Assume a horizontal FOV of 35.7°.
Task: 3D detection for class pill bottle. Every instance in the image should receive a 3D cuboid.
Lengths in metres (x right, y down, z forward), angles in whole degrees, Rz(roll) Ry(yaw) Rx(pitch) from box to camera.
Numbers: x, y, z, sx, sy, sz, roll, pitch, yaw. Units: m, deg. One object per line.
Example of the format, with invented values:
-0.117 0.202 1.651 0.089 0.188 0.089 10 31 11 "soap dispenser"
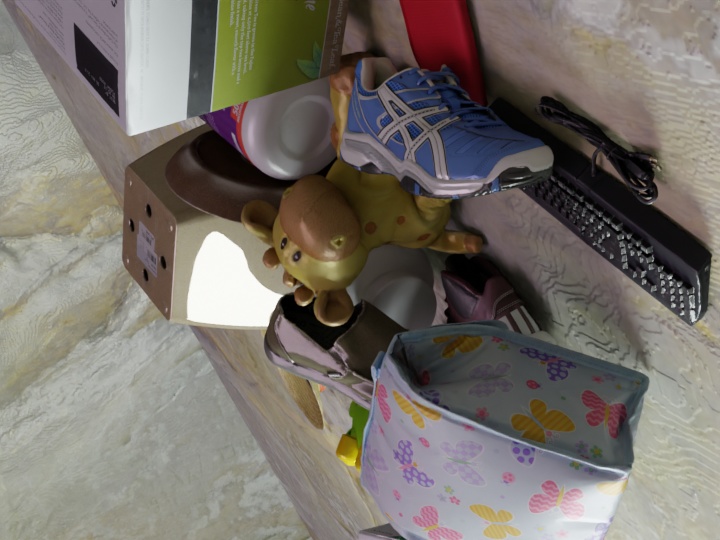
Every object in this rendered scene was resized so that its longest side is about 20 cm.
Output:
-0.100 -0.174 1.072 0.200 0.112 0.113 40 158 45 "pill bottle"
0.000 0.000 1.083 0.200 0.110 0.111 45 162 58 "pill bottle"

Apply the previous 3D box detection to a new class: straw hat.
-0.070 0.127 1.650 0.202 0.085 0.202 53 161 27 "straw hat"

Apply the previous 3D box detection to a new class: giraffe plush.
-0.010 -0.055 0.932 0.172 0.162 0.201 41 159 43 "giraffe plush"

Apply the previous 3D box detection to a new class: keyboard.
0.148 -0.052 0.723 0.200 0.021 0.128 44 161 37 "keyboard"

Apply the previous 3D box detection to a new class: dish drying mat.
0.041 -0.202 0.749 0.077 0.018 0.201 41 158 44 "dish drying mat"

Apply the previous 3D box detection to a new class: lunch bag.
0.101 0.134 0.861 0.198 0.127 0.171 16 131 10 "lunch bag"

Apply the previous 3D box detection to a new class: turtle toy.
0.042 0.178 1.340 0.100 0.147 0.200 24 173 -16 "turtle toy"

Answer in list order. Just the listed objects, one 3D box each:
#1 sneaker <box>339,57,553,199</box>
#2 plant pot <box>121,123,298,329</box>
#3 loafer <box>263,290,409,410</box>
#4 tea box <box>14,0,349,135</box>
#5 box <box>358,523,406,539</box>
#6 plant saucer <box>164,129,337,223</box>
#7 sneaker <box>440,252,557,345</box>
0.050 -0.098 0.763 0.199 0.075 0.078 22 118 48 "sneaker"
-0.166 -0.048 1.285 0.200 0.176 0.201 43 134 41 "plant pot"
0.005 0.070 0.954 0.198 0.075 0.070 14 139 17 "loafer"
-0.139 -0.233 0.861 0.200 0.196 0.134 46 143 31 "tea box"
0.113 0.274 1.123 0.144 0.199 0.037 2 92 40 "box"
-0.090 -0.098 1.090 0.200 0.199 0.032 41 130 46 "plant saucer"
0.099 0.043 1.000 0.116 0.075 0.200 63 156 2 "sneaker"
